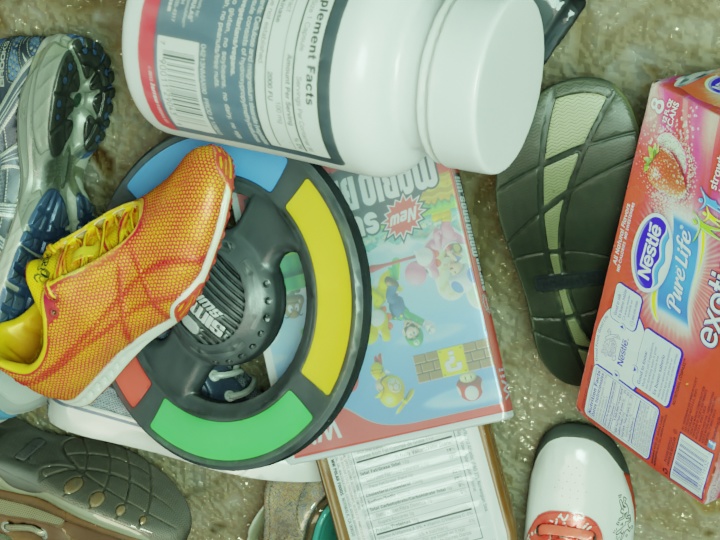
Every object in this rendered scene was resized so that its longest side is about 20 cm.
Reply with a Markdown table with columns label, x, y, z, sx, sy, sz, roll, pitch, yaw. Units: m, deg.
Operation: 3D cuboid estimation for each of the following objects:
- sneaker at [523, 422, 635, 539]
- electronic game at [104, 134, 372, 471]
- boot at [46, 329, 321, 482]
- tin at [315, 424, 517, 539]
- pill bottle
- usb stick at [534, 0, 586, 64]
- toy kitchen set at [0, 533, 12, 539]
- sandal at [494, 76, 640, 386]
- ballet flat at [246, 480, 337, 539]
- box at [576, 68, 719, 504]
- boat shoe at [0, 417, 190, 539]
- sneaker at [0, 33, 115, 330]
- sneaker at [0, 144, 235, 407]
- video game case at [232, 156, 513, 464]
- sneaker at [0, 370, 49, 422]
| label | x | y | z | sx | sy | sz | roll | pitch | yaw |
| --- | --- | --- | --- | --- | --- | --- | --- | --- | --- |
| sneaker | 0.125 | 0.203 | 0.898 | 0.067 | 0.108 | 0.203 | 8 | 117 | 15 |
| electronic game | -0.080 | 0.015 | 0.856 | 0.199 | 0.042 | 0.202 | 2 | 94 | 32 |
| boot | -0.097 | 0.071 | 0.937 | 0.198 | 0.073 | 0.091 | 12 | 98 | 0 |
| tin | 0.032 | 0.121 | 0.897 | 0.111 | 0.042 | 0.202 | -16 | 96 | -1 |
| pill bottle | -0.012 | -0.113 | 0.767 | 0.198 | 0.120 | 0.121 | 14 | 119 | 25 |
| usb stick | 0.028 | -0.183 | 0.789 | 0.199 | 0.033 | 0.056 | 35 | 120 | 0 |
| toy kitchen set | -0.323 | 0.293 | 1.063 | 0.198 | 0.163 | 0.182 | -13 | 110 | 24 |
| sandal | 0.120 | -0.022 | 0.827 | 0.079 | 0.058 | 0.202 | 1 | 130 | 12 |
| ballet flat | -0.051 | 0.213 | 0.998 | 0.067 | 0.068 | 0.202 | 26 | 117 | 27 |
| box | 0.195 | 0.004 | 0.767 | 0.100 | 0.095 | 0.202 | 35 | 128 | 41 |
| boat shoe | -0.204 | 0.157 | 1.003 | 0.199 | 0.076 | 0.072 | 18 | 117 | 21 |
| sneaker | -0.210 | -0.049 | 0.903 | 0.085 | 0.077 | 0.202 | 17 | 96 | 27 |
| sneaker | -0.139 | 0.004 | 0.819 | 0.077 | 0.073 | 0.200 | 27 | 120 | -30 |
| video game case | 0.000 | 0.000 | 0.850 | 0.142 | 0.017 | 0.202 | -15 | 85 | 24 |
| sneaker | -0.234 | 0.002 | 0.957 | 0.086 | 0.075 | 0.201 | -11 | 114 | 9 |
